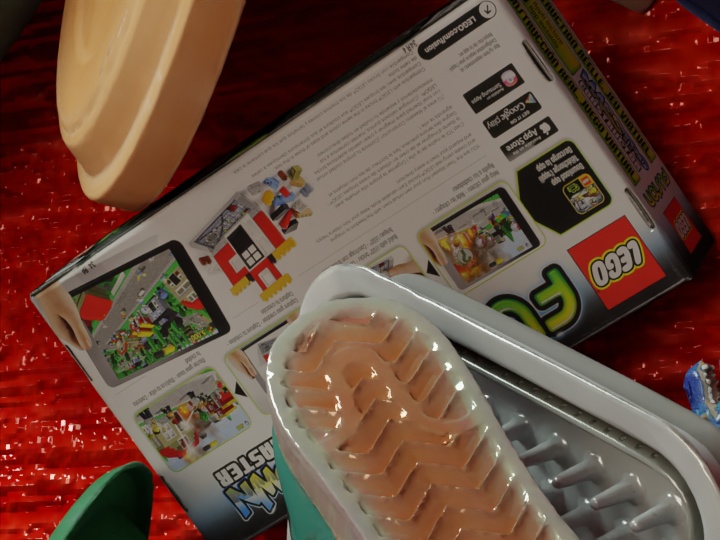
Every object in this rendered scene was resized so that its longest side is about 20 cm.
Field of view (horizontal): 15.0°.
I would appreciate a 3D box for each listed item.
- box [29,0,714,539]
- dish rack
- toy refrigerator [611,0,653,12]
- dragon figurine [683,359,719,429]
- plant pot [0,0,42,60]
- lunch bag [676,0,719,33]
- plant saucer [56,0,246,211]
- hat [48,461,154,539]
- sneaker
[{"bbox_3d":[0.000,0.000,0.873,0.199,0.035,0.110,-32,98,28],"label":"box"},{"bbox_3d":[0.048,0.105,0.803,0.171,0.043,0.201,28,125,41],"label":"dish rack"},{"bbox_3d":[0.099,-0.189,0.846,0.070,0.076,0.201,41,106,35],"label":"toy refrigerator"},{"bbox_3d":[0.160,0.098,0.750,0.099,0.059,0.201,-39,59,25],"label":"dragon figurine"},{"bbox_3d":[-0.178,-0.149,0.997,0.134,0.200,0.200,-29,58,-9],"label":"plant pot"},{"bbox_3d":[0.148,-0.122,0.716,0.135,0.200,0.133,-20,71,27],"label":"lunch bag"},{"bbox_3d":[-0.064,-0.120,0.898,0.200,0.032,0.202,-166,90,-75],"label":"plant saucer"},{"bbox_3d":[-0.028,0.182,0.874,0.175,0.166,0.201,20,123,10],"label":"hat"},{"bbox_3d":[0.028,0.101,0.720,0.071,0.080,0.201,-16,49,-9],"label":"sneaker"}]
